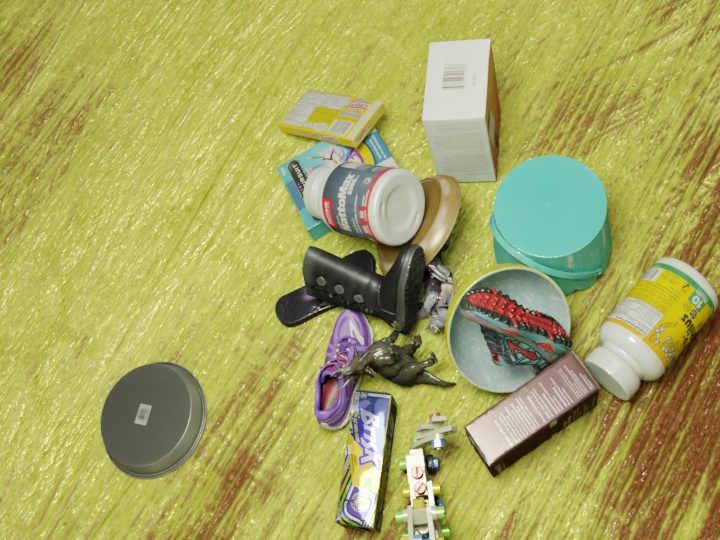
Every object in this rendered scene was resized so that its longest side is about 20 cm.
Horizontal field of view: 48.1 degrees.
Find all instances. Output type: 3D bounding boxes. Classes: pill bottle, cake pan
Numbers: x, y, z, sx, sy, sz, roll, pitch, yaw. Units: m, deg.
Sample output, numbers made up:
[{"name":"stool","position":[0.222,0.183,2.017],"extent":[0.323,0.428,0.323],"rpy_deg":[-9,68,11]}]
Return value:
[{"name":"pill bottle","position":[-0.001,-0.115,1.322],"extent":[0.198,0.119,0.121],"rpy_deg":[15,69,47]},{"name":"pill bottle","position":[0.429,0.089,1.202],"extent":[0.112,0.113,0.200],"rpy_deg":[39,80,26]},{"name":"cake pan","position":[-0.361,0.250,1.380],"extent":[0.195,0.037,0.205],"rpy_deg":[-6,66,13]}]

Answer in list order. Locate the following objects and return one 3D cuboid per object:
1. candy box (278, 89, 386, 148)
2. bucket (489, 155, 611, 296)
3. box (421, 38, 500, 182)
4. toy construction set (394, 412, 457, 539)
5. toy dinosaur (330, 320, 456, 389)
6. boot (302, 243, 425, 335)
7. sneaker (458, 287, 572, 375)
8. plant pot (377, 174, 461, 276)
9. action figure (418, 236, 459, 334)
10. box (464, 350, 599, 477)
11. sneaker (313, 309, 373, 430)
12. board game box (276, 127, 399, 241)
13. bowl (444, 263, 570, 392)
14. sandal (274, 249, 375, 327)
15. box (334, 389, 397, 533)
[{"name":"candy box","position":[-0.055,-0.285,1.500],"extent":[0.197,0.027,0.103],"rpy_deg":[19,61,40]},{"name":"bucket","position":[0.303,-0.072,1.292],"extent":[0.202,0.135,0.212],"rpy_deg":[-6,64,13]},{"name":"box","position":[0.176,-0.266,1.372],"extent":[0.104,0.201,0.156],"rpy_deg":[0,67,16]},{"name":"toy construction set","position":[0.092,0.313,1.182],"extent":[0.090,0.132,0.204],"rpy_deg":[3,68,15]},{"name":"toy dinosaur","position":[0.060,0.145,1.279],"extent":[0.196,0.103,0.078],"rpy_deg":[16,47,-27]},{"name":"boot","position":[0.000,0.001,1.289],"extent":[0.197,0.168,0.065],"rpy_deg":[24,38,24]},{"name":"sneaker","position":[0.212,0.099,1.157],"extent":[0.096,0.197,0.080],"rpy_deg":[-54,27,23]},{"name":"plant pot","position":[0.089,-0.077,1.341],"extent":[0.199,0.027,0.203],"rpy_deg":[-41,31,31]},{"name":"action figure","position":[0.115,0.015,1.322],"extent":[0.068,0.131,0.203],"rpy_deg":[13,49,-21]},{"name":"box","position":[0.255,0.215,1.199],"extent":[0.198,0.100,0.076],"rpy_deg":[-33,64,-1]},{"name":"sneaker","position":[-0.029,0.155,1.309],"extent":[0.079,0.084,0.204],"rpy_deg":[5,67,16]},{"name":"board game box","position":[-0.036,-0.171,1.472],"extent":[0.197,0.047,0.153],"rpy_deg":[-30,63,0]},{"name":"bowl","position":[0.215,0.076,1.254],"extent":[0.198,0.203,0.108],"rpy_deg":[-30,20,-1]},{"name":"sandal","position":[-0.058,0.032,1.392],"extent":[0.198,0.043,0.077],"rpy_deg":[-33,63,-1]},{"name":"box","position":[0.011,0.293,1.246],"extent":[0.063,0.070,0.204],"rpy_deg":[3,68,13]}]
